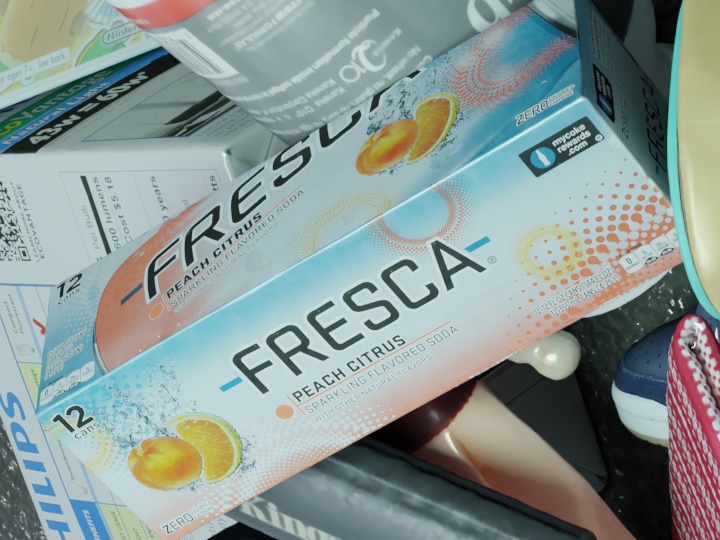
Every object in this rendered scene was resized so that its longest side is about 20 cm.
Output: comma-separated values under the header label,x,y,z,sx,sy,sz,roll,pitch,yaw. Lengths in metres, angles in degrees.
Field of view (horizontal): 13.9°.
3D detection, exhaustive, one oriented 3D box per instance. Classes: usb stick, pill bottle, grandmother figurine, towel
label,x,y,z,sx,sy,sz,roll,pitch,yaw
usb stick,-0.010,0.072,0.951,0.199,0.033,0.056,21,138,24
pill bottle,0.020,-0.078,0.929,0.200,0.116,0.116,37,151,-26
grandmother figurine,0.022,0.050,0.970,0.121,0.061,0.200,-40,101,24
towel,0.127,0.108,0.896,0.200,0.022,0.145,74,174,-68

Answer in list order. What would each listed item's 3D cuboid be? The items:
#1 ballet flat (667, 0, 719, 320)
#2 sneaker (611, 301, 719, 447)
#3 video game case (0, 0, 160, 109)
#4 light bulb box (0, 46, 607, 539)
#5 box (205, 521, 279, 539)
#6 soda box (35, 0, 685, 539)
label,x,y,z,sx,sy,sz,roll,pitch,yaw
ballet flat,0.123,-0.083,0.839,0.063,0.069,0.201,-12,67,33
sneaker,0.145,-0.012,0.925,0.199,0.070,0.109,-14,108,45
video game case,-0.136,-0.139,1.052,0.023,0.199,0.183,35,138,40
light bulb box,-0.041,0.019,1.113,0.199,0.125,0.199,2,116,48
box,0.018,0.194,0.986,0.199,0.049,0.162,21,112,23
soda box,0.000,0.000,0.876,0.199,0.064,0.068,-30,122,20
